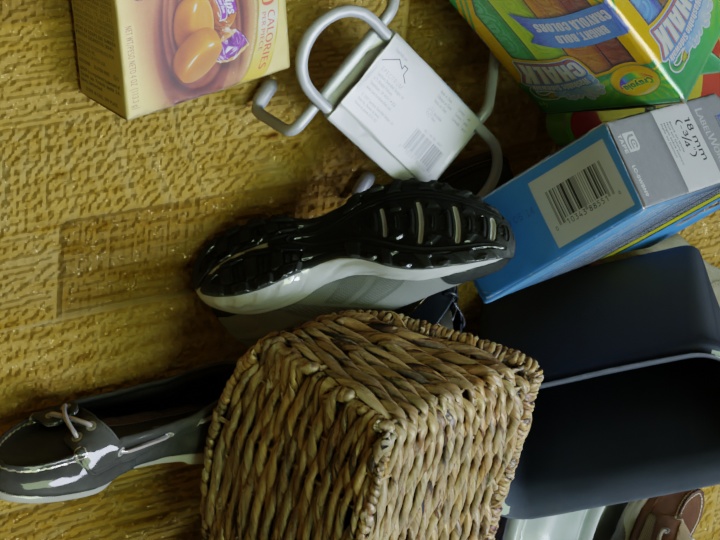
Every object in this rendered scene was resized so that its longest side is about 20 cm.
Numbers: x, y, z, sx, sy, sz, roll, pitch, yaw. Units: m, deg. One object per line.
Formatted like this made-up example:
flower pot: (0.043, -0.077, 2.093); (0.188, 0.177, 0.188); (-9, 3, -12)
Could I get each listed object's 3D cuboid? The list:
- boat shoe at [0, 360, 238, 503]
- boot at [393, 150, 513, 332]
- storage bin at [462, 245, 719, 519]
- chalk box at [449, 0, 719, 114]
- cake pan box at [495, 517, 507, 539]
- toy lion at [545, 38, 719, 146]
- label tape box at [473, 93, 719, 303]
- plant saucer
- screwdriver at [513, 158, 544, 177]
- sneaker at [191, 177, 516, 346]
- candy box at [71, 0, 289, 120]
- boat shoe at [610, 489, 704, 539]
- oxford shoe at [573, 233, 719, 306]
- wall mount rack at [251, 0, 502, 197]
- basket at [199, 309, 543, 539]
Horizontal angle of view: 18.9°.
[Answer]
boat shoe: (-0.147, 0.092, 1.321); (0.200, 0.067, 0.057); (-9, 122, -43)
boot: (0.050, 0.011, 1.417); (0.200, 0.097, 0.075); (-43, 146, -13)
storage bin: (0.171, 0.074, 1.483); (0.200, 0.134, 0.146); (-12, 131, 17)
chalk box: (0.153, -0.179, 1.357); (0.200, 0.124, 0.124); (46, 60, -30)
cake pan box: (0.019, 0.221, 1.532); (0.184, 0.052, 0.200); (20, 97, -41)
toy lion: (0.214, -0.156, 1.493); (0.191, 0.069, 0.200); (11, 90, -25)
label tape box: (0.173, -0.053, 1.403); (0.200, 0.144, 0.063); (-17, 79, -49)
plant saucer: (0.161, 0.200, 1.587); (0.200, 0.050, 0.200); (-35, 130, -54)
screwdriver: (0.167, -0.100, 1.521); (0.200, 0.029, 0.028); (-27, 122, -22)
sneaker: (0.000, 0.000, 1.350); (0.200, 0.074, 0.079); (-11, 137, 11)
candy box: (-0.106, -0.198, 1.224); (0.117, 0.056, 0.200); (-21, 124, -31)
boat shoe: (0.212, 0.218, 1.556); (0.200, 0.072, 0.076); (-43, 138, -49)
oxford shoe: (0.198, 0.002, 1.578); (0.200, 0.071, 0.074); (25, 64, -39)
wall mount rack: (0.028, -0.129, 1.360); (0.174, 0.075, 0.200); (-51, 133, -3)
basket: (-0.002, 0.122, 1.342); (0.149, 0.143, 0.200); (-19, 132, -44)
